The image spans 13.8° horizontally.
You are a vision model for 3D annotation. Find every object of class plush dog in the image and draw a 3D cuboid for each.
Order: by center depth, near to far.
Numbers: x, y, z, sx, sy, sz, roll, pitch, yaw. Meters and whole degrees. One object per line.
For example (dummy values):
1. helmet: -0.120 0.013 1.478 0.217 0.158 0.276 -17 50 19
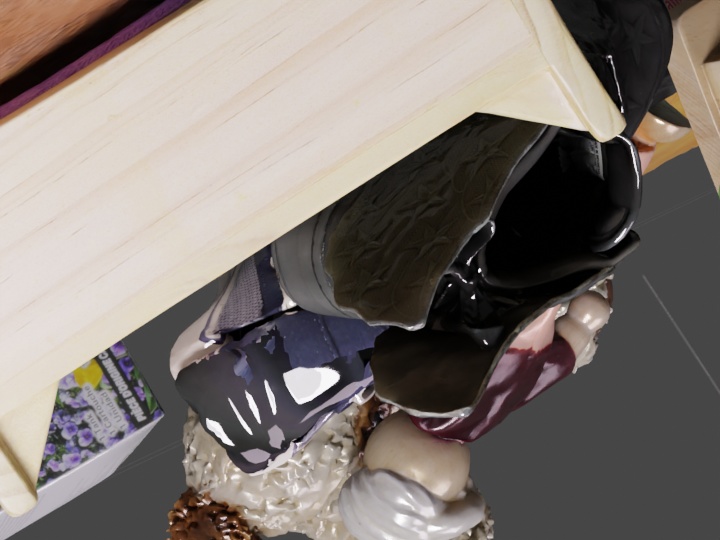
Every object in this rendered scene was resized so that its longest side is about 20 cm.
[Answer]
1. plush dog: -0.010 0.047 1.214 0.200 0.160 0.172 -62 165 17

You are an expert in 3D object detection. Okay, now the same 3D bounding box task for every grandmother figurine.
1. grandmother figurine: 0.051 0.020 1.109 0.121 0.061 0.200 9 116 -46

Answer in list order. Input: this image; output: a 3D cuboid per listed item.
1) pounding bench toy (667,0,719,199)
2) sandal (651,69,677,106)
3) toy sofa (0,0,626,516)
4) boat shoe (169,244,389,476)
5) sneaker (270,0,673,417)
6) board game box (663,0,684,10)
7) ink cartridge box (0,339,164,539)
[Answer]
1. pounding bench toy: 0.166 -0.038 0.933 0.200 0.124 0.156 -29 -167 -28
2. sandal: 0.153 -0.081 1.057 0.200 0.045 0.075 -29 173 -34
3. toy sofa: -0.041 -0.035 0.782 0.200 0.098 0.083 -33 -161 2
4. boat shoe: 0.000 0.000 1.044 0.093 0.075 0.200 -32 -164 18
5. sneaker: 0.052 -0.027 0.857 0.200 0.060 0.104 -37 -156 -33
6. board game box: 0.189 -0.155 1.091 0.200 0.047 0.151 -30 174 -25
7. ink cartridge box: -0.181 0.098 1.189 0.200 0.050 0.109 -30 174 -21
